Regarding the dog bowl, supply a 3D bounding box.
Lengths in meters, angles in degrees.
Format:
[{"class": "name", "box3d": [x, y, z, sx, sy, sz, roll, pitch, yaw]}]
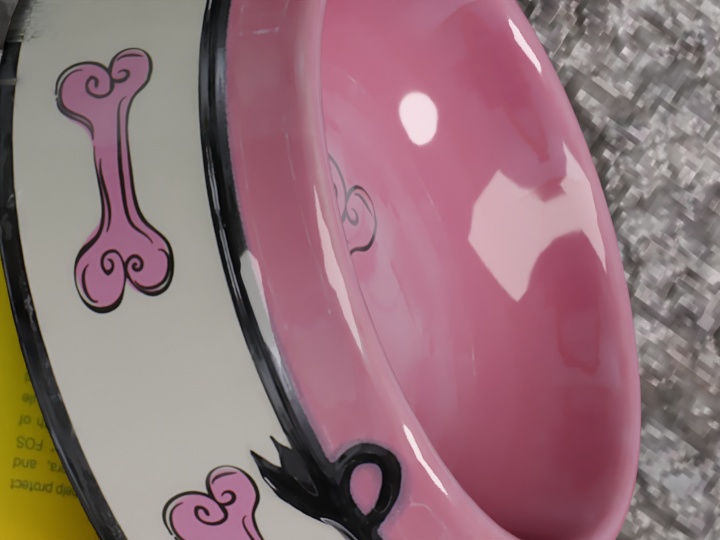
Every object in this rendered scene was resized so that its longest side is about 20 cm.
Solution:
[{"class": "dog bowl", "box3d": [0.000, 0.000, 0.669, 0.073, 0.200, 0.201, -17, 88, 25]}]

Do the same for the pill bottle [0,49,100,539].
[{"class": "pill bottle", "box3d": [-0.104, 0.051, 0.694, 0.104, 0.104, 0.201, 8, 83, -10]}]
